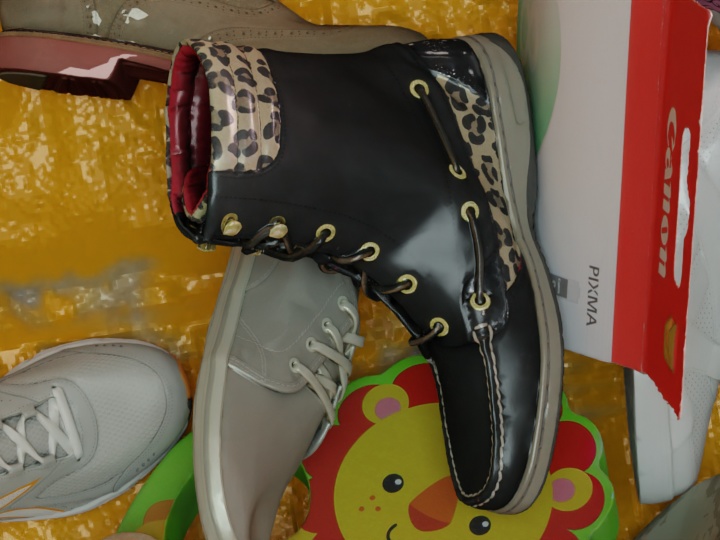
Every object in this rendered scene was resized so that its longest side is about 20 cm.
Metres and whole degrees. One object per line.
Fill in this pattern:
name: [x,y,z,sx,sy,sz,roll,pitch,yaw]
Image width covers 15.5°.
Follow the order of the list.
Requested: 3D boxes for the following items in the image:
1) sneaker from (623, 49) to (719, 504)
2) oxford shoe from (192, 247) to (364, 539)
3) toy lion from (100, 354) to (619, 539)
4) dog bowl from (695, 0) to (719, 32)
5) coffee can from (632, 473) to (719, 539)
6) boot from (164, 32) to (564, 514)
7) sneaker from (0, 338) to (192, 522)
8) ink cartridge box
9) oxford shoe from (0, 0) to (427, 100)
sneaker: [0.171,0.003,1.156,0.115,0.074,0.202,1,92,0]
oxford shoe: [-0.030,0.036,1.118,0.057,0.075,0.201,2,55,15]
toy lion: [0.003,0.112,1.139,0.199,0.069,0.192,18,61,23]
dog bowl: [0.214,-0.163,1.099,0.200,0.200,0.074,-38,103,0]
coffee can: [0.188,0.203,1.113,0.200,0.146,0.147,40,90,-6]
boot: [-0.001,-0.001,1.081,0.153,0.073,0.205,1,77,-27]
sneaker: [-0.168,0.084,1.146,0.199,0.092,0.076,-19,91,0]
ink cartridge box: [0.096,-0.042,1.077,0.050,0.200,0.162,1,104,-3]
oxford shoe: [-0.062,-0.112,1.157,0.198,0.070,0.075,5,84,-2]
